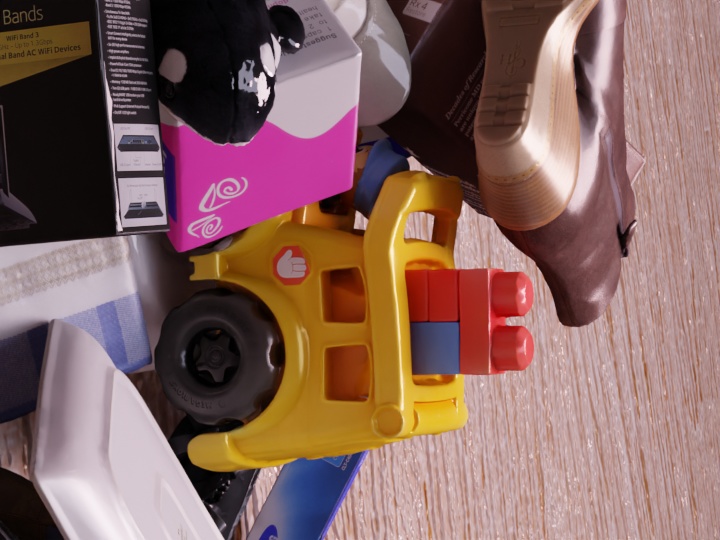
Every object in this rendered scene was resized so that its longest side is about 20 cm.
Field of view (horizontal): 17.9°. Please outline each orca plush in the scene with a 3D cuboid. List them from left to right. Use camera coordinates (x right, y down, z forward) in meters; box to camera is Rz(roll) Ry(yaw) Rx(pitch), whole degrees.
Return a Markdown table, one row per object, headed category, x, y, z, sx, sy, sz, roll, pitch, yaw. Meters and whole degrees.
| category | x | y | z | sx | sy | sz | roll | pitch | yaw |
| --- | --- | --- | --- | --- | --- | --- | --- | --- | --- |
| orca plush | -0.069 | -0.147 | 1.028 | 0.200 | 0.105 | 0.071 | -88 | -168 | -48 |

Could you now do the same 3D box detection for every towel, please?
| category | x | y | z | sx | sy | sz | roll | pitch | yaw |
| --- | --- | --- | --- | --- | --- | --- | --- | --- | --- |
| towel | -0.186 | -0.024 | 1.113 | 0.147 | 0.024 | 0.201 | -21 | 109 | -26 |

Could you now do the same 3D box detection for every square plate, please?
| category | x | y | z | sx | sy | sz | roll | pitch | yaw |
| --- | --- | --- | --- | --- | --- | --- | --- | --- | --- |
| square plate | -0.092 | 0.132 | 1.065 | 0.198 | 0.028 | 0.200 | 61 | 5 | -19 |

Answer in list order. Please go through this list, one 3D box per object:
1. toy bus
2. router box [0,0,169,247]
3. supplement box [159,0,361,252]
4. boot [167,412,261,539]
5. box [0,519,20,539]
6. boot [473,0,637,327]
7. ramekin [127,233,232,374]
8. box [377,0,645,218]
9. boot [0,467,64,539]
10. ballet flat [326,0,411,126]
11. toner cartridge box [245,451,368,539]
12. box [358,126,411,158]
| category | x | y | z | sx | sy | sz | roll | pitch | yaw |
| --- | --- | --- | --- | --- | --- | --- | --- | --- | --- |
| toy bus | 0.000 | 0.000 | 1.189 | 0.136 | 0.191 | 0.201 | 3 | 83 | -66 |
| router box | -0.187 | -0.085 | 0.991 | 0.052 | 0.199 | 0.158 | -8 | 94 | -68 |
| supplement box | -0.088 | -0.124 | 1.129 | 0.200 | 0.103 | 0.101 | 55 | -23 | 32 |
| boot | -0.085 | 0.117 | 1.364 | 0.198 | 0.073 | 0.163 | 89 | 19 | -70 |
| box | -0.162 | 0.220 | 1.022 | 0.148 | 0.107 | 0.200 | -42 | 139 | -9 |
| boot | 0.115 | -0.091 | 1.226 | 0.166 | 0.072 | 0.200 | 58 | 45 | -51 |
| ramekin | -0.130 | -0.036 | 1.257 | 0.200 | 0.097 | 0.201 | -5 | 90 | -68 |
| box | 0.062 | -0.093 | 1.281 | 0.200 | 0.100 | 0.075 | 40 | 80 | -42 |
| boot | -0.151 | 0.157 | 1.146 | 0.200 | 0.097 | 0.075 | 62 | 38 | -57 |
| ballet flat | -0.039 | -0.163 | 1.178 | 0.200 | 0.067 | 0.064 | 63 | 7 | 21 |
| toner cartridge box | -0.019 | 0.113 | 1.413 | 0.200 | 0.043 | 0.095 | -63 | 176 | 8 |
| box | -0.053 | -0.173 | 1.361 | 0.184 | 0.105 | 0.200 | -122 | -171 | -56 |
